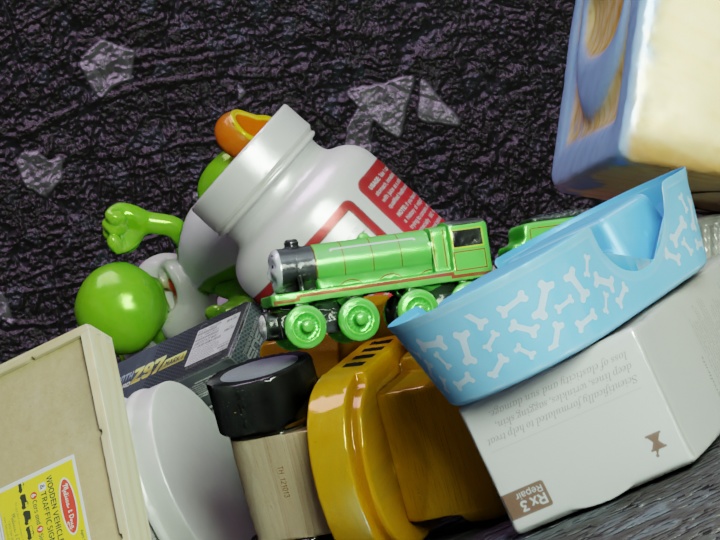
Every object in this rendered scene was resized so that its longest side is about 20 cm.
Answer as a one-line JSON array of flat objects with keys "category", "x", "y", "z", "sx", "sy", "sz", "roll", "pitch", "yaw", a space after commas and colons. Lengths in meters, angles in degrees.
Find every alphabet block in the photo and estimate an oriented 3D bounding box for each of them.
[{"category": "alphabet block", "x": 0.230, "y": -0.132, "z": 1.402, "sx": 0.199, "sy": 0.198, "sz": 0.195, "roll": 9, "pitch": -3, "yaw": -6}]

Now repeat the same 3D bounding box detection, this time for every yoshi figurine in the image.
[{"category": "yoshi figurine", "x": -0.115, "y": -0.006, "z": 1.653, "sx": 0.200, "sy": 0.112, "sz": 0.113, "roll": -48, "pitch": 24, "yaw": 27}]

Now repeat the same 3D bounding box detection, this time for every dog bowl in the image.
[{"category": "dog bowl", "x": 0.097, "y": 0.009, "z": 1.219, "sx": 0.111, "sy": 0.050, "sz": 0.200, "roll": -26, "pitch": 2, "yaw": 38}]

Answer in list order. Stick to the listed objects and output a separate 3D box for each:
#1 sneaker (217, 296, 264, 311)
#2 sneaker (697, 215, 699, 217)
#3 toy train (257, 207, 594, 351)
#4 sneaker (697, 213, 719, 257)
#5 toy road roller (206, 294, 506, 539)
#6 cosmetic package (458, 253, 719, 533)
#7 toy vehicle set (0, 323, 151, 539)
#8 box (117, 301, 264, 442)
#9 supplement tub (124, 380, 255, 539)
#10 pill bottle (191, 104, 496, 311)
[{"category": "sneaker", "x": -0.049, "y": 0.028, "z": 1.675, "sx": 0.199, "sy": 0.076, "sz": 0.088, "roll": -27, "pitch": 4, "yaw": 39}, {"category": "sneaker", "x": 0.235, "y": -0.002, "z": 1.582, "sx": 0.097, "sy": 0.071, "sz": 0.200, "roll": -3, "pitch": 7, "yaw": -20}, {"category": "toy train", "x": 0.042, "y": 0.003, "z": 1.310, "sx": 0.199, "sy": 0.057, "sz": 0.042, "roll": -7, "pitch": -2, "yaw": -15}, {"category": "sneaker", "x": 0.172, "y": 0.025, "z": 1.479, "sx": 0.200, "sy": 0.073, "sz": 0.114, "roll": -35, "pitch": -8, "yaw": 26}, {"category": "toy road roller", "x": 0.021, "y": 0.087, "z": 1.344, "sx": 0.145, "sy": 0.124, "sz": 0.200, "roll": -11, "pitch": 9, "yaw": 22}, {"category": "cosmetic package", "x": 0.133, "y": 0.056, "z": 1.253, "sx": 0.101, "sy": 0.074, "sz": 0.200, "roll": -26, "pitch": 0, "yaw": 23}, {"category": "toy vehicle set", "x": -0.178, "y": 0.143, "z": 1.387, "sx": 0.124, "sy": 0.201, "sz": 0.027, "roll": -24, "pitch": -31, "yaw": 17}, {"category": "box", "x": -0.087, "y": 0.112, "z": 1.573, "sx": 0.199, "sy": 0.158, "sz": 0.051, "roll": -25, "pitch": 33, "yaw": 40}, {"category": "supplement tub", "x": -0.172, "y": 0.160, "z": 1.482, "sx": 0.199, "sy": 0.145, "sz": 0.144, "roll": -26, "pitch": 1, "yaw": 17}, {"category": "pill bottle", "x": 0.000, "y": 0.000, "z": 1.499, "sx": 0.112, "sy": 0.200, "sz": 0.112, "roll": -47, "pitch": 3, "yaw": 3}]
